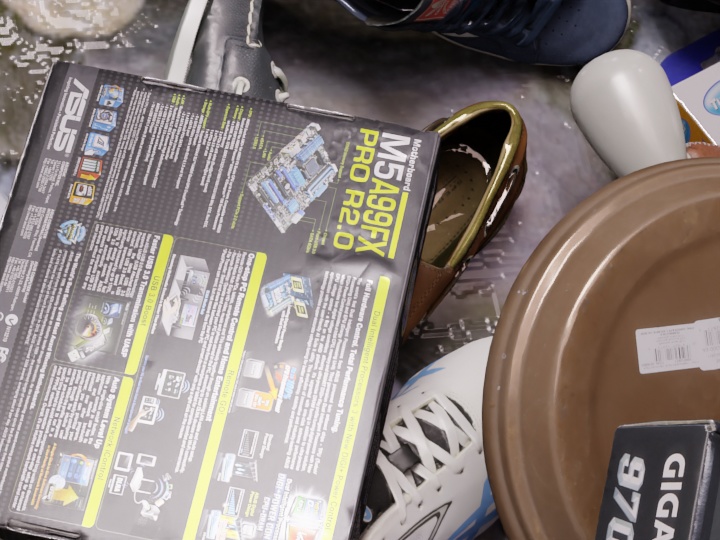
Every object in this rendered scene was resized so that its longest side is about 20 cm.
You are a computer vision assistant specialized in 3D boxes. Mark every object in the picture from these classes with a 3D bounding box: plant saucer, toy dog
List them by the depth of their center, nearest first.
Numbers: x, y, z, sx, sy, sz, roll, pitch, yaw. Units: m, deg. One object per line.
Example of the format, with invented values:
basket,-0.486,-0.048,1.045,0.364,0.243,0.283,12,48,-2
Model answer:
plant saucer,0.141,0.055,0.861,0.200,0.029,0.200,1,86,-21
toy dog,0.163,0.001,0.969,0.132,0.096,0.200,-6,91,26

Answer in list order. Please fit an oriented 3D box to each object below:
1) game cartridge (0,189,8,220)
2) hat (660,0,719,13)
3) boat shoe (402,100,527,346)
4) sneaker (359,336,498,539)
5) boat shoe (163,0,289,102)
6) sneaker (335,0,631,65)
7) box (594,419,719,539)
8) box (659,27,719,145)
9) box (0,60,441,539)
game cartridge,-0.178,0.038,0.915,0.133,0.041,0.200,-21,68,-26
hat,0.188,-0.158,1.038,0.200,0.201,0.081,-10,87,-17
boat shoe,0.000,0.000,0.953,0.072,0.068,0.200,34,61,6
sneaker,0.008,0.089,0.904,0.200,0.072,0.072,-36,78,-26
boat shoe,-0.062,-0.059,0.974,0.060,0.076,0.200,17,71,-2
sneaker,0.038,-0.127,0.995,0.200,0.075,0.085,19,28,-23
box,0.136,0.168,0.775,0.159,0.046,0.200,25,69,-37
box,0.225,-0.041,1.042,0.119,0.041,0.200,-29,73,-24
box,-0.065,0.025,0.865,0.160,0.044,0.200,11,62,4
